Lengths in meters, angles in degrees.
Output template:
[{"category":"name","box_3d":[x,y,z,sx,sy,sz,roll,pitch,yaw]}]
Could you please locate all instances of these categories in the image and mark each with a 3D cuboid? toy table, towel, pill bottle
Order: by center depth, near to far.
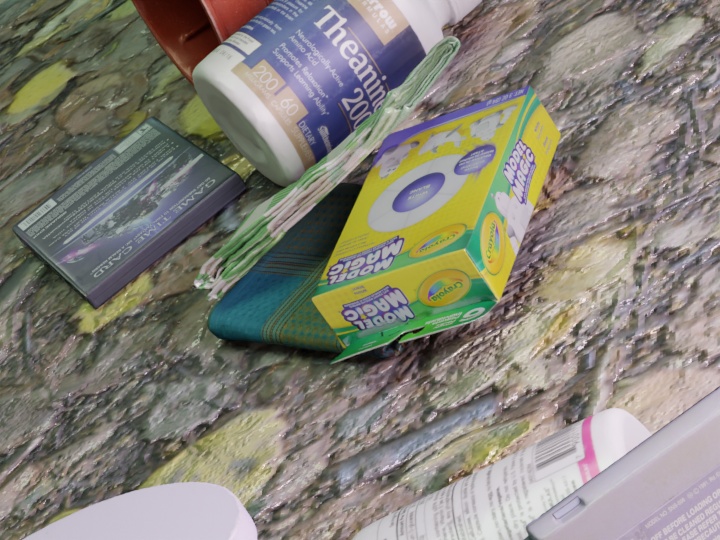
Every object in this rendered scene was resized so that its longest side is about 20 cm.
[{"category":"pill bottle","box_3d":[0.062,0.157,1.329,0.200,0.113,0.113,-27,27,16]},{"category":"toy table","box_3d":[-0.119,0.202,1.467,0.200,0.117,0.184,-16,31,33]},{"category":"towel","box_3d":[0.000,0.000,1.782,0.147,0.022,0.200,-47,29,-24]},{"category":"towel","box_3d":[-0.022,-0.071,1.834,0.200,0.023,0.153,-43,4,25]},{"category":"pill bottle","box_3d":[-0.012,-0.161,1.966,0.200,0.111,0.111,-41,26,-11]}]

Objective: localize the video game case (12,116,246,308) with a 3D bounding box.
[{"category":"video game case","box_3d":[-0.177,-0.047,2.075,0.143,0.019,0.200,-39,27,-8]}]

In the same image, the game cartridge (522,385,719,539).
[{"category":"game cartridge","box_3d":[0.165,0.127,1.239,0.200,0.130,0.038,-35,6,-1]}]

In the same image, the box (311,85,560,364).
[{"category":"box","box_3d":[0.044,-0.026,1.702,0.117,0.048,0.200,-18,32,30]}]

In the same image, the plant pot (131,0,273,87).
[{"category":"plant pot","box_3d":[-0.074,-0.262,2.141,0.195,0.201,0.201,-33,24,-14]}]
